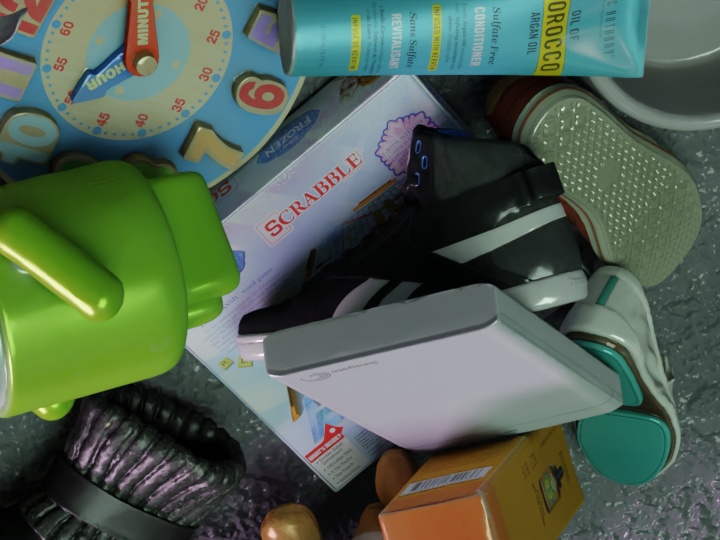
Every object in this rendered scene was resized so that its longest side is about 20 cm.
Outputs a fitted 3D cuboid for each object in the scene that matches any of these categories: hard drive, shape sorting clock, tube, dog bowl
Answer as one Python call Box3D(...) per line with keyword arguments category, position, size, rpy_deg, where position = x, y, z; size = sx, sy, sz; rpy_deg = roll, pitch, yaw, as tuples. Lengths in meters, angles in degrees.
Box3D(category="hard drive", position=(0.048, 0.056, 1.575), size=(0.131, 0.027, 0.200), rpy_deg=(-14, 159, 20))
Box3D(category="shape sorting clock", position=(-0.117, -0.115, 1.535), size=(0.199, 0.039, 0.201), rpy_deg=(-9, 123, -14))
Box3D(category="tube", position=(0.057, -0.132, 1.538), size=(0.198, 0.051, 0.078), rpy_deg=(-4, 129, -11))
Box3D(category="dog bowl", position=(0.190, -0.167, 1.603), size=(0.199, 0.059, 0.201), rpy_deg=(-9, 124, -14))

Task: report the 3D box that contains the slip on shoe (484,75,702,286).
Box3D(category="slip on shoe", position=(0.134, -0.055, 1.655), size=(0.074, 0.061, 0.200), rpy_deg=(-50, 137, 1))

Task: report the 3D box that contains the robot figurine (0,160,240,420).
Box3D(category="robot figurine", position=(-0.167, 0.011, 1.511), size=(0.199, 0.116, 0.176), rpy_deg=(-15, 166, -21))

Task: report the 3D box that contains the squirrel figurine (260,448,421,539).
Box3D(category="squirrel figurine", position=(-0.019, 0.223, 1.710), size=(0.186, 0.142, 0.200), rpy_deg=(-21, 140, 19))

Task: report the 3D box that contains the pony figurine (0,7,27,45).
Box3D(category="pony figurine", position=(-0.279, -0.080, 1.430), size=(0.192, 0.167, 0.201), rpy_deg=(12, 105, 13))

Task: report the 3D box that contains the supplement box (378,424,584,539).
Box3D(category="supplement box", position=(0.072, 0.134, 1.657), size=(0.068, 0.200, 0.067), rpy_deg=(-14, 97, 20))

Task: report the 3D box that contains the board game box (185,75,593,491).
Box3D(category="board game box", position=(0.000, 0.000, 1.648), size=(0.200, 0.041, 0.200), rpy_deg=(-39, 126, 6))

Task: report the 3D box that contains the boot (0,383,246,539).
Box3D(category="boot", position=(-0.182, 0.133, 1.639), size=(0.210, 0.080, 0.158), rpy_deg=(11, 124, -37))

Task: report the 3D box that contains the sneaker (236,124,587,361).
Box3D(category="sneaker", position=(0.020, -0.019, 1.584), size=(0.199, 0.073, 0.113), rpy_deg=(-12, 88, 17))

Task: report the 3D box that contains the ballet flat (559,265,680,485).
Box3D(category="ballet flat", position=(0.158, 0.060, 1.720), size=(0.069, 0.070, 0.200), rpy_deg=(-26, 149, -3))
